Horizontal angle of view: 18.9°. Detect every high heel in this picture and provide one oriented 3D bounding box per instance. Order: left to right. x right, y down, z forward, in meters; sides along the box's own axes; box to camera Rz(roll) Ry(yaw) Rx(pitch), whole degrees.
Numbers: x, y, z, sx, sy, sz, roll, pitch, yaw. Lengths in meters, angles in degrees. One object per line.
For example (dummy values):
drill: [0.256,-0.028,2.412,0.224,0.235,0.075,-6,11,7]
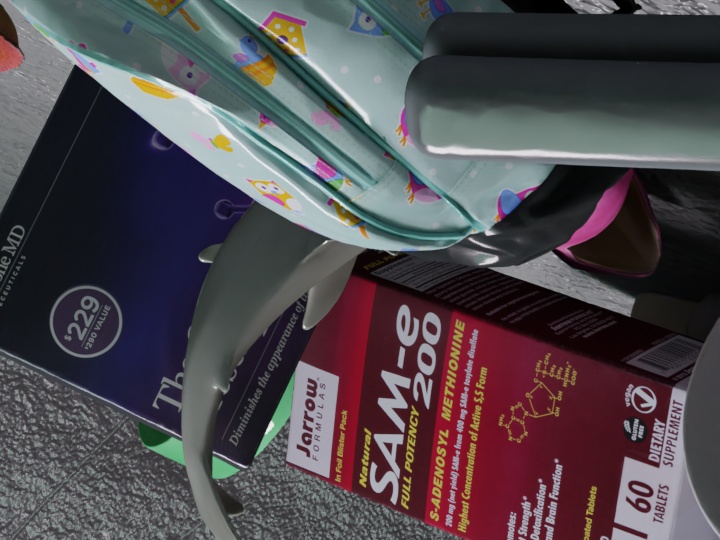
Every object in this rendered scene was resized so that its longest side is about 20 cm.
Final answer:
high heel: [0.108,-0.023,0.920,0.096,0.067,0.200,30,174,-7]

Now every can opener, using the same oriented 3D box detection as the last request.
can opener: [0.111,-0.061,0.614,0.200,0.053,0.067,-1,124,17]

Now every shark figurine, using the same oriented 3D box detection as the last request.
shark figurine: [-0.017,0.007,0.833,0.089,0.215,0.128,14,155,50]

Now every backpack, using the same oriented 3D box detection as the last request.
backpack: [-0.017,-0.086,0.713,0.200,0.127,0.167,35,171,-35]

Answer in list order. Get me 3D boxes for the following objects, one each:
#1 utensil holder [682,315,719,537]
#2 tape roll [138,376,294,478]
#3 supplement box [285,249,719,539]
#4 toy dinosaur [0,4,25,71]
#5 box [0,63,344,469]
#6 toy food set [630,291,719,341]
utensil holder: [0.247,0.087,0.886,0.170,0.170,0.200,17,166,45]
tape roll: [-0.063,0.023,1.280,0.048,0.201,0.200,27,172,-17]
supplement box: [0.066,0.064,0.965,0.200,0.109,0.061,19,-157,31]
toy dinosaur: [-0.188,-0.124,0.879,0.105,0.200,0.181,32,-139,30]
box: [-0.068,-0.034,0.927,0.141,0.200,0.079,25,173,0]
toy food set: [0.119,0.040,1.118,0.200,0.060,0.143,-5,-168,-34]
